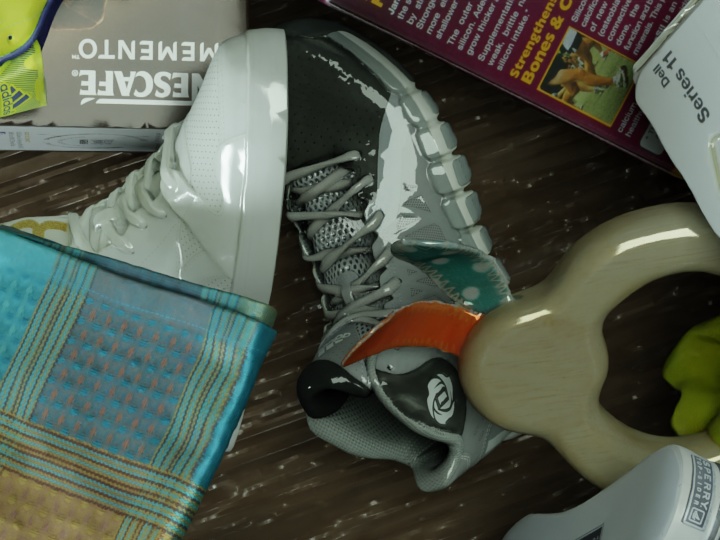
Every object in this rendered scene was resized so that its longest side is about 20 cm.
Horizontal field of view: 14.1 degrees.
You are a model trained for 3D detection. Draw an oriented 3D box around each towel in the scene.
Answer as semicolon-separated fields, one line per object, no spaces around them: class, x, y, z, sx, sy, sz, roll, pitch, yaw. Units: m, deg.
towel;-0.126;0.084;1.075;0.146;0.022;0.201;16;73;34

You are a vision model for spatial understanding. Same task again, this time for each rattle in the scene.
rattle;0.089;0.011;1.184;0.199;0.143;0.131;4;127;-4

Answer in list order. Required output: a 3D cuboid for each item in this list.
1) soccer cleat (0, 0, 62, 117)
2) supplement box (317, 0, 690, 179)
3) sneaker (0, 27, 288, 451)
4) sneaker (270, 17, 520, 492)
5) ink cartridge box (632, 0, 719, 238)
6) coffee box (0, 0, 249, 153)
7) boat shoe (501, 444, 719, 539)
soccer cleat;-0.164;-0.078;1.112;0.200;0.065;0.084;-45;102;-10
supplement box;0.066;-0.129;1.183;0.199;0.086;0.111;24;95;-33
sneaker;-0.092;-0.013;1.151;0.115;0.074;0.201;8;127;-7
sneaker;0.000;0.000;1.179;0.200;0.075;0.115;58;41;-8
ink cartridge box;0.224;-0.044;1.150;0.199;0.083;0.147;2;49;-42
coffee box;-0.147;-0.108;1.190;0.199;0.080;0.114;1;85;-11
boat shoe;0.105;0.127;1.161;0.068;0.200;0.072;25;57;-16
